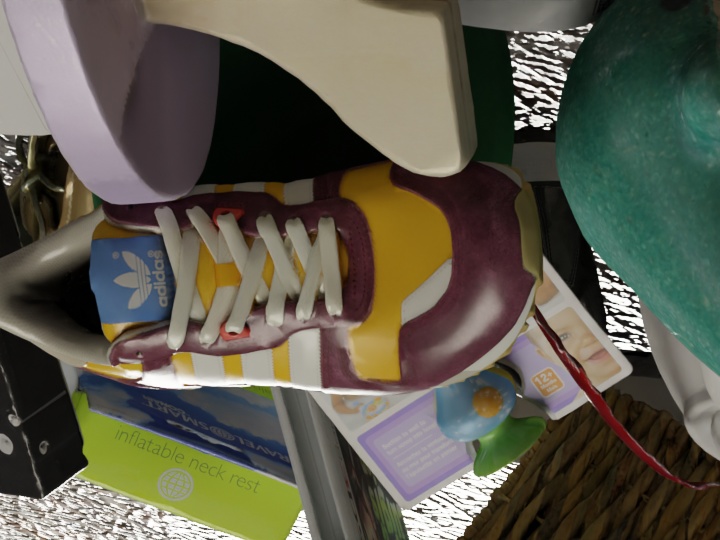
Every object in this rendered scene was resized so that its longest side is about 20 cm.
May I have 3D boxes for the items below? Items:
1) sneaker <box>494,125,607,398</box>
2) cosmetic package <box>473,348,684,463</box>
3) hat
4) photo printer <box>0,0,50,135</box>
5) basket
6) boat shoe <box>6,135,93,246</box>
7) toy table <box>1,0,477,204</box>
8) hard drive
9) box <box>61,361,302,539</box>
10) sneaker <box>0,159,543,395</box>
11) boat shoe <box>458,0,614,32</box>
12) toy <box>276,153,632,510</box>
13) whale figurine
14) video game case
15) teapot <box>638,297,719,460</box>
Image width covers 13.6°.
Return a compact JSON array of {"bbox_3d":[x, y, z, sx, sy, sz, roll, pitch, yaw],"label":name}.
[{"bbox_3d":[0.066,0.019,1.255,0.066,0.091,0.200,-6,159,-2],"label":"sneaker"},{"bbox_3d":[0.112,0.063,1.378,0.199,0.051,0.082,5,-176,25],"label":"cosmetic package"},{"bbox_3d":[0.015,-0.018,1.106,0.165,0.201,0.176,-11,163,25],"label":"hat"},{"bbox_3d":[-0.177,-0.114,1.103,0.166,0.070,0.200,10,161,12],"label":"photo printer"},{"bbox_3d":[0.108,0.177,1.253,0.143,0.200,0.149,28,161,36],"label":"basket"},{"bbox_3d":[-0.132,-0.026,1.323,0.062,0.074,0.200,15,161,-7],"label":"boat shoe"},{"bbox_3d":[-0.035,-0.118,0.880,0.117,0.184,0.201,-2,123,19],"label":"toy table"},{"bbox_3d":[-0.203,0.000,1.320,0.139,0.038,0.201,3,119,39],"label":"hard drive"},{"bbox_3d":[-0.092,0.065,1.428,0.122,0.048,0.200,21,-165,-16],"label":"box"},{"bbox_3d":[-0.033,0.006,0.944,0.090,0.075,0.200,2,169,-43],"label":"sneaker"},{"bbox_3d":[-0.009,-0.122,0.993,0.199,0.069,0.057,6,128,13],"label":"boat shoe"},{"bbox_3d":[0.000,0.000,1.147,0.115,0.047,0.200,-33,109,22],"label":"toy"},{"bbox_3d":[0.119,-0.008,0.940,0.103,0.200,0.159,-17,140,13],"label":"whale figurine"},{"bbox_3d":[-0.006,0.092,1.357,0.023,0.182,0.200,-16,168,5],"label":"video game case"},{"bbox_3d":[0.187,0.031,1.135,0.199,0.147,0.197,21,159,-12],"label":"teapot"}]
